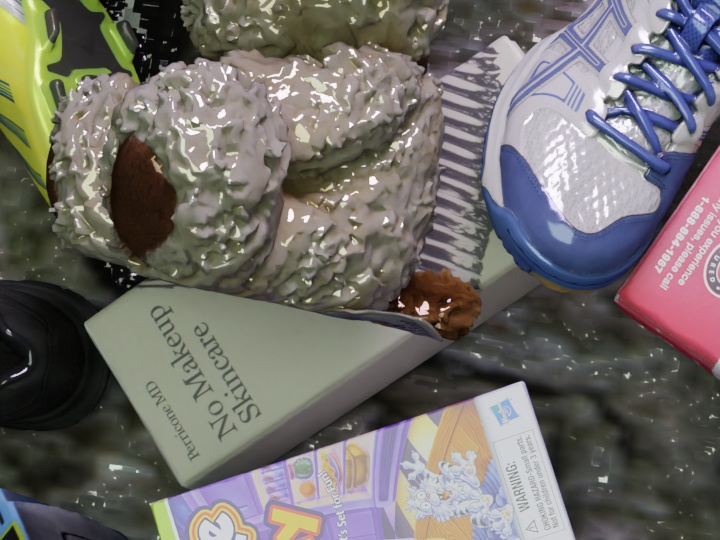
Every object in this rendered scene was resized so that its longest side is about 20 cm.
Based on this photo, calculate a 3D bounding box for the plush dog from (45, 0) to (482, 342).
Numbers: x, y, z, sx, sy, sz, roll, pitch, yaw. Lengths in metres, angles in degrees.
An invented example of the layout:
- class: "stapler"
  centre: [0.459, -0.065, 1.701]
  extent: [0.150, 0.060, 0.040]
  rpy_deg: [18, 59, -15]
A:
- class: "plush dog"
  centre: [-0.015, -0.074, 0.999]
  extent: [0.160, 0.200, 0.173]
  rpy_deg: [13, 90, -15]

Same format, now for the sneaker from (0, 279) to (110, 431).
- class: "sneaker"
  centre: [-0.203, 0.025, 1.113]
  extent: [0.199, 0.091, 0.076]
  rpy_deg: [-1, 87, 11]

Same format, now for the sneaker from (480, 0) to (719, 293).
- class: "sneaker"
  centre: [0.109, -0.084, 1.024]
  extent: [0.075, 0.088, 0.200]
  rpy_deg: [33, 59, -9]

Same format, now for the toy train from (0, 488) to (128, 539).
- class: "toy train"
  centre: [-0.114, 0.178, 1.048]
  extent: [0.114, 0.086, 0.200]
  rpy_deg: [-54, 37, 17]

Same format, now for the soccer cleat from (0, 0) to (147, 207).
- class: "soccer cleat"
  centre: [-0.149, -0.100, 1.138]
  extent: [0.084, 0.065, 0.201]
  rpy_deg: [-31, 85, 36]

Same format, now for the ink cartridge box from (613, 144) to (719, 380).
- class: "ink cartridge box"
  centre: [0.217, 0.011, 1.043]
  extent: [0.200, 0.084, 0.145]
  rpy_deg: [35, 92, 11]

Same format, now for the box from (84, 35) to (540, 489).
- class: "box"
  centre: [0.000, 0.000, 1.090]
  extent: [0.200, 0.068, 0.082]
  rpy_deg: [-35, 80, 5]

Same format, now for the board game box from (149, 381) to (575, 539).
- class: "board game box"
  centre: [0.023, 0.154, 0.955]
  extent: [0.134, 0.045, 0.201]
  rpy_deg: [-18, 85, 2]
